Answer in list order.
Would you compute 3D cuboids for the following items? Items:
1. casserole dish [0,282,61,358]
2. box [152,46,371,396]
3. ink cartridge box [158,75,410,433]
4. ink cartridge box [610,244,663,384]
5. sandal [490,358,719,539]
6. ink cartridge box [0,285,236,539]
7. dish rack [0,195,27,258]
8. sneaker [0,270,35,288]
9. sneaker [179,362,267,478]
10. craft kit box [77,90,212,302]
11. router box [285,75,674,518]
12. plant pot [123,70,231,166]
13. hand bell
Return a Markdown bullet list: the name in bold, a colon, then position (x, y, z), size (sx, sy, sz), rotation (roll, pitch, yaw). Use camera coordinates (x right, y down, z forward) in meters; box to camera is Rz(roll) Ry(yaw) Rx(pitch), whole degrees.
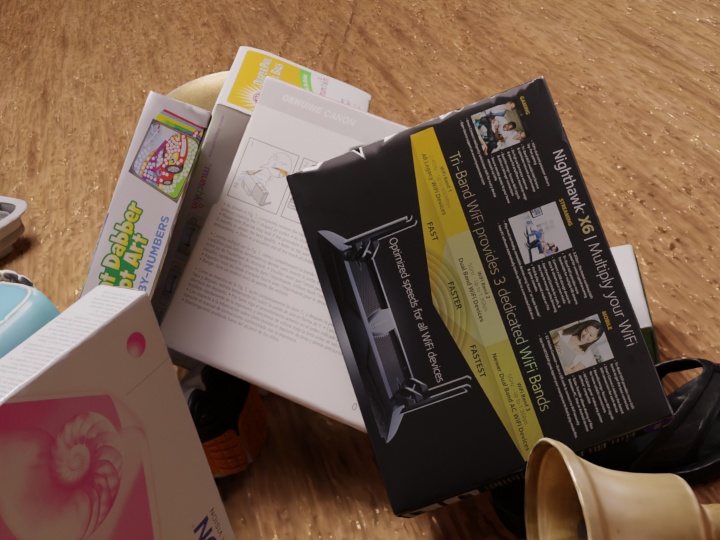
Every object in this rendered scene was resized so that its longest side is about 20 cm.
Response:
- **casserole dish**: position (-0.292, 0.045, 0.853), size (0.198, 0.039, 0.121), rotation (3, 32, 25)
- **box**: position (-0.074, -0.034, 0.879), size (0.100, 0.201, 0.113), rotation (20, 28, -7)
- **ink cartridge box**: position (0.000, 0.000, 0.764), size (0.198, 0.178, 0.045), rotation (22, -6, 13)
- **ink cartridge box**: position (0.089, 0.048, 0.821), size (0.198, 0.060, 0.104), rotation (-9, 29, 10)
- **sandal**: position (0.166, 0.090, 0.716), size (0.199, 0.048, 0.075), rotation (-23, 28, -15)
- **ink cartridge box**: position (-0.147, 0.142, 0.609), size (0.043, 0.198, 0.200), rotation (4, 32, 35)
- **dish rack**: position (-0.425, -0.010, 1.201), size (0.170, 0.044, 0.200), rotation (9, 35, 37)
- **sneaker**: position (-0.359, 0.049, 1.029), size (0.198, 0.078, 0.080), rotation (-21, 14, -19)
- **sneaker**: position (-0.132, 0.117, 0.790), size (0.091, 0.076, 0.200), rotation (-13, 19, 28)
- **craft kit box**: position (-0.153, 0.010, 0.802), size (0.048, 0.199, 0.200), rotation (21, -15, -10)
- **router box**: position (0.063, 0.015, 0.698), size (0.156, 0.202, 0.052), rotation (-20, -14, 6)
- **plant pot**: position (-0.082, -0.059, 0.961), size (0.198, 0.201, 0.028), rotation (-12, 39, 5)
- **hand bell**: position (0.190, 0.123, 0.625), size (0.198, 0.105, 0.104), rotation (-6, 26, -9)
